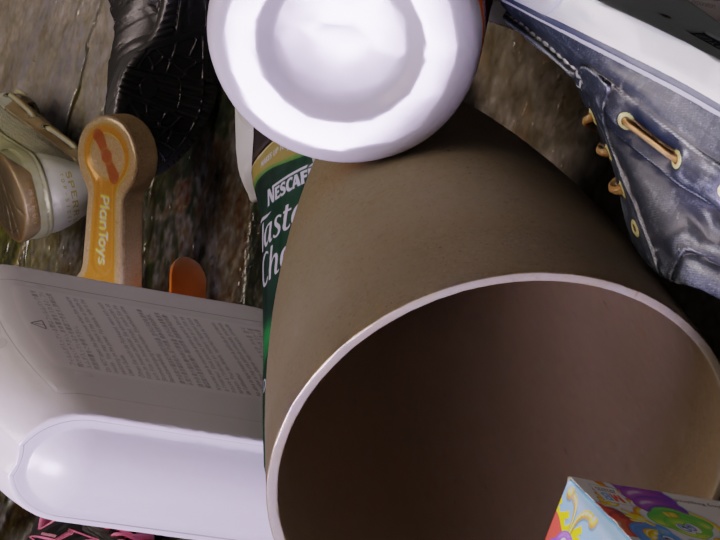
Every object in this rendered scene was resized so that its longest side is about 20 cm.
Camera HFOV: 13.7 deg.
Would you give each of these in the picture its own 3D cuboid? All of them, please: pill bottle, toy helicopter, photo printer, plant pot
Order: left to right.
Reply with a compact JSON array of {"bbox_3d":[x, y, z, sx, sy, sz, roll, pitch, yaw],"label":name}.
[{"bbox_3d":[-0.130,0.015,1.645,0.132,0.079,0.201,15,108,39],"label":"toy helicopter"},{"bbox_3d":[-0.111,0.066,1.469,0.166,0.199,0.070,52,126,54],"label":"photo printer"},{"bbox_3d":[0.003,-0.134,1.276,0.200,0.112,0.113,-76,11,-63],"label":"pill bottle"},{"bbox_3d":[0.040,0.020,1.245,0.200,0.186,0.188,-106,37,-53],"label":"plant pot"}]

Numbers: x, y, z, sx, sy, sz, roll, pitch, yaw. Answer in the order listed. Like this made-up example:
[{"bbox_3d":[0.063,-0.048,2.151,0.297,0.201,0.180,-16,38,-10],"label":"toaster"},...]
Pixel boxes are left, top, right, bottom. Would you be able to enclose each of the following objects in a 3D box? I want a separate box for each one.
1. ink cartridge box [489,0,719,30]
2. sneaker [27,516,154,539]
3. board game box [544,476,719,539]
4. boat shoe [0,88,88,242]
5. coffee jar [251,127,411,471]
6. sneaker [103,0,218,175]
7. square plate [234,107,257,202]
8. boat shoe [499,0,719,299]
[{"bbox_3d":[0.114,-0.194,1.304,0.196,0.043,0.201,26,106,62],"label":"ink cartridge box"},{"bbox_3d":[-0.139,0.157,1.638,0.200,0.079,0.096,-13,58,59],"label":"sneaker"},{"bbox_3d":[0.106,0.194,1.119,0.103,0.104,0.201,47,121,57],"label":"board game box"},{"bbox_3d":[-0.204,-0.070,1.852,0.201,0.063,0.074,-144,43,-67],"label":"boat shoe"},{"bbox_3d":[0.000,0.000,1.404,0.104,0.085,0.201,-37,49,50],"label":"coffee jar"},{"bbox_3d":[-0.115,-0.154,1.706,0.104,0.060,0.201,17,93,64],"label":"sneaker"},{"bbox_3d":[-0.022,-0.161,1.561,0.200,0.028,0.199,-34,52,53],"label":"square plate"},{"bbox_3d":[0.115,-0.055,1.180,0.200,0.071,0.091,34,114,39],"label":"boat shoe"}]
